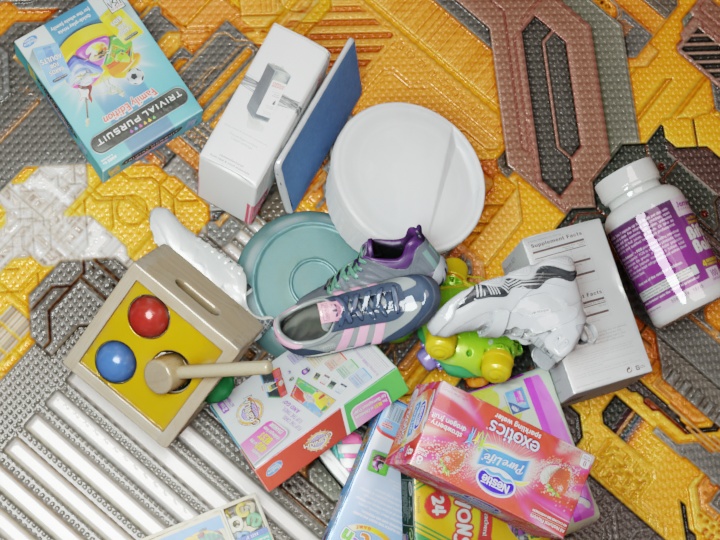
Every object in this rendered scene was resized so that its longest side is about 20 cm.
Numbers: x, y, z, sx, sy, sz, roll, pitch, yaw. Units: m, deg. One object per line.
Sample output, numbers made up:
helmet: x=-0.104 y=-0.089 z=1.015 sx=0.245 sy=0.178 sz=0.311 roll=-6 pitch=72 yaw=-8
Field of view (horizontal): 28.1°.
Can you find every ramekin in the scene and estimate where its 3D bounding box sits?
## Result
ramekin: x=0.048 y=-0.099 z=1.789 sx=0.200 sy=0.094 sz=0.205 roll=7 pitch=67 yaw=-17

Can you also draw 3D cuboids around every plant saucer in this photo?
plant saucer: x=-0.058 y=0.019 z=1.788 sx=0.198 sy=0.027 sz=0.203 roll=3 pitch=74 yaw=-9

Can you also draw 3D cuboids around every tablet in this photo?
tablet: x=-0.051 y=-0.179 z=1.787 sx=0.014 sy=0.130 sz=0.201 roll=23 pitch=69 yaw=15

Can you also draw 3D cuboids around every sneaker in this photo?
sneaker: x=-0.007 y=0.052 z=1.639 sx=0.198 sy=0.082 sz=0.071 roll=-21 pitch=71 yaw=17
sneaker: x=0.000 y=0.000 z=1.705 sx=0.198 sy=0.088 sz=0.075 roll=-20 pitch=36 yaw=17
sneaker: x=0.024 y=0.222 z=1.722 sx=0.120 sy=0.084 sz=0.200 roll=-39 pitch=84 yaw=-8
sneaker: x=0.182 y=0.065 z=1.676 sx=0.198 sy=0.075 sz=0.116 roll=-20 pitch=76 yaw=-18
sneaker: x=-0.184 y=0.003 z=1.736 sx=0.080 sy=0.076 sz=0.201 roll=-32 pitch=94 yaw=1

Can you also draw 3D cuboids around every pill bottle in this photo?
pill bottle: x=0.381 y=-0.038 z=1.838 sx=0.111 sy=0.112 sz=0.202 roll=-24 pitch=81 yaw=-15

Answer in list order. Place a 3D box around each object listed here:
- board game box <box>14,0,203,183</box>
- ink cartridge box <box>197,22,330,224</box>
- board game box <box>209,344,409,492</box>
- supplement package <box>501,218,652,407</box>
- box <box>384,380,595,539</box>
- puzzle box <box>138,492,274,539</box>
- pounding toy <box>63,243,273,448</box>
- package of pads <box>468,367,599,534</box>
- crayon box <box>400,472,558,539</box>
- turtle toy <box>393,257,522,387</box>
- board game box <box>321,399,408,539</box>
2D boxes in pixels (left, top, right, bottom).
board game box: x=-0.314 y=-0.235 z=1.798 sx=0.150 sy=0.047 sz=0.201 roll=-34 pitch=83 yaw=-17
ink cartridge box: x=-0.120 y=-0.179 z=1.766 sx=0.084 sy=0.146 sz=0.201 roll=28 pitch=72 yaw=1
board game box: x=-0.062 y=0.149 z=1.679 sx=0.199 sy=0.153 sz=0.041 roll=-35 pitch=125 yaw=-8
supplement package: x=0.266 y=0.056 z=1.791 sx=0.108 sy=0.114 sz=0.202 roll=-14 pitch=76 yaw=-13
box: x=0.141 y=0.208 z=1.572 sx=0.199 sy=0.095 sz=0.101 roll=27 pitch=77 yaw=-12
puzzle box: x=-0.189 y=0.358 z=1.672 sx=0.198 sy=0.025 sz=0.134 roll=-21 pitch=80 yaw=-15
pounding toy: x=-0.206 y=0.093 z=1.637 sx=0.199 sy=0.142 sz=0.185 roll=39 pitch=109 yaw=2
package of pads: x=0.185 y=0.236 z=1.751 sx=0.153 sy=0.068 sz=0.202 roll=-17 pitch=78 yaw=-14
crayon box: x=0.146 y=0.264 z=1.643 sx=0.198 sy=0.051 sz=0.129 roll=0 pitch=83 yaw=-17
turtle toy: x=0.107 y=0.069 z=1.761 sx=0.198 sy=0.101 sz=0.147 roll=22 pitch=49 yaw=-9
board game box: x=0.054 y=0.267 z=1.663 sx=0.150 sy=0.037 sz=0.202 roll=26 pitch=76 yaw=-10
